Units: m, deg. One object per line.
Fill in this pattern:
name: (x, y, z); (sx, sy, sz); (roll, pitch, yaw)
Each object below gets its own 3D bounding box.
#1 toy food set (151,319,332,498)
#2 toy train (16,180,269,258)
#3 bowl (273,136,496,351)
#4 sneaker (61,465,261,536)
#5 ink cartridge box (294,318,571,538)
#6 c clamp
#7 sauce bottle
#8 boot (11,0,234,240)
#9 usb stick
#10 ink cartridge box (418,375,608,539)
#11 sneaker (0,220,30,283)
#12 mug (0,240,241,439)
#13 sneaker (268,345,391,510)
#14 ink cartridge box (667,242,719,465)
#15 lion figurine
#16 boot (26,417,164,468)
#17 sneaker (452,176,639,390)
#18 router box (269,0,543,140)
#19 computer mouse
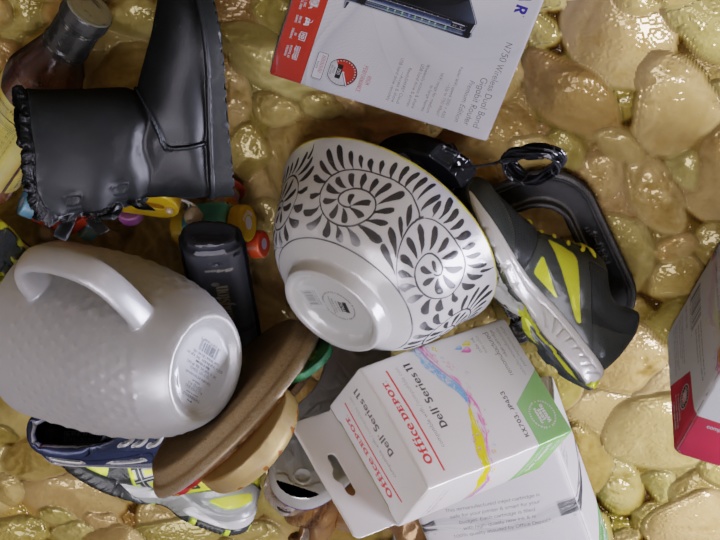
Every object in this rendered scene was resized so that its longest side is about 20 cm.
toy food set: (-0.094, 0.115, 1.705); (0.049, 0.198, 0.200); (43, 142, -11)
toy train: (-0.172, -0.051, 1.710); (0.198, 0.056, 0.150); (19, 154, -20)
bowl: (0.000, 0.000, 1.645); (0.199, 0.094, 0.202); (24, 145, 18)
sneaker: (-0.182, 0.170, 1.881); (0.198, 0.075, 0.077); (19, 105, -9)
ink cartridge box: (0.058, 0.126, 1.672); (0.199, 0.118, 0.067); (-18, 158, -36)
c clamp: (0.130, -0.009, 1.721); (0.170, 0.027, 0.201); (-25, 120, 18)
sauce bottle: (-0.258, -0.137, 1.642); (0.066, 0.066, 0.200); (31, 124, -16)
boot: (-0.183, -0.130, 1.576); (0.161, 0.073, 0.200); (-7, 106, -10)
usb stick: (-0.115, 0.018, 1.721); (0.055, 0.033, 0.200); (2, 151, 3)
ink cartridge box: (0.128, 0.202, 1.844); (0.145, 0.085, 0.201); (-11, 125, 14)
sneaker: (-0.294, 0.001, 1.750); (0.075, 0.084, 0.200); (-46, 139, -10)
mug: (-0.198, 0.047, 1.649); (0.174, 0.148, 0.200); (12, 150, 36)
sneaker: (-0.026, 0.161, 1.759); (0.080, 0.201, 0.147); (17, 135, 8)
ink cartridge box: (0.320, 0.039, 1.652); (0.085, 0.148, 0.201); (18, 129, -8)
lion figurine: (0.002, 0.220, 1.896); (0.198, 0.073, 0.123); (7, 121, -17)
boot: (-0.187, 0.139, 1.800); (0.198, 0.090, 0.074); (-8, 84, -1)
sneaker: (0.148, -0.001, 1.676); (0.084, 0.074, 0.201); (-40, 105, -14)
router box: (0.044, -0.212, 1.552); (0.178, 0.049, 0.201); (16, 128, -5)
computer mouse: (0.085, -0.090, 1.604); (0.199, 0.034, 0.059); (2, 149, 47)
